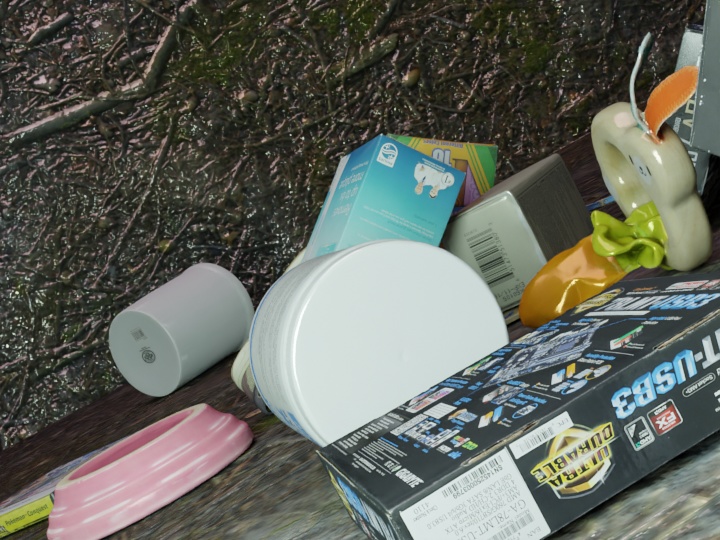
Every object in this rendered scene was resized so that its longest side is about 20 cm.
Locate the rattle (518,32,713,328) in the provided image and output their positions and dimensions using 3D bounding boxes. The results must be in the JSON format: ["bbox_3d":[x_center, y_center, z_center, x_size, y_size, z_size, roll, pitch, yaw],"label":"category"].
[{"bbox_3d":[0.156,-0.053,0.816,0.142,0.131,0.200,-15,-19,7],"label":"rattle"}]

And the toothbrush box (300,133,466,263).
[{"bbox_3d":[0.000,0.000,1.053,0.146,0.085,0.202,170,121,-76],"label":"toothbrush box"}]

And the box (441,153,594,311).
[{"bbox_3d":[0.148,-0.036,1.117,0.077,0.096,0.200,-26,2,25],"label":"box"}]

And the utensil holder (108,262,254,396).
[{"bbox_3d":[-0.303,0.102,2.087,0.169,0.171,0.200,-24,7,39],"label":"utensil holder"}]

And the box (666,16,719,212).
[{"bbox_3d":[0.291,-0.130,1.029,0.043,0.162,0.200,16,23,20],"label":"box"}]

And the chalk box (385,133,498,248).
[{"bbox_3d":[0.072,-0.040,1.330,0.123,0.202,0.125,5,4,-4],"label":"chalk box"}]

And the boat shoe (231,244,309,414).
[{"bbox_3d":[-0.054,0.053,1.174,0.072,0.065,0.201,6,-54,-49],"label":"boat shoe"}]

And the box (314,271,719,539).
[{"bbox_3d":[0.086,0.066,0.575,0.197,0.050,0.200,-28,3,-10],"label":"box"}]

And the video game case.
[{"bbox_3d":[-0.347,0.249,1.406,0.180,0.026,0.200,-26,4,29],"label":"video game case"}]

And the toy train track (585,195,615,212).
[{"bbox_3d":[0.233,-0.049,1.308,0.199,0.033,0.115,-22,-4,-5],"label":"toy train track"}]

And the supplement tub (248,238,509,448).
[{"bbox_3d":[0.003,0.050,0.765,0.131,0.133,0.200,-28,3,-10],"label":"supplement tub"}]

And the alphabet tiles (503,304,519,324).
[{"bbox_3d":[0.176,0.009,1.073,0.165,0.006,0.200,-28,4,-2],"label":"alphabet tiles"}]

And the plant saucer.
[{"bbox_3d":[-0.193,0.176,1.090,0.199,0.051,0.201,-28,3,1],"label":"plant saucer"}]

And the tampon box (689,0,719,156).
[{"bbox_3d":[0.312,-0.139,0.712,0.149,0.127,0.199,26,41,37],"label":"tampon box"}]
